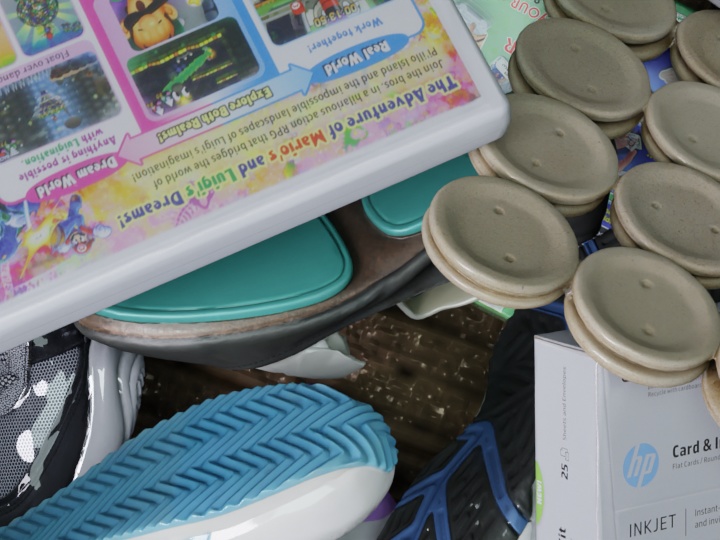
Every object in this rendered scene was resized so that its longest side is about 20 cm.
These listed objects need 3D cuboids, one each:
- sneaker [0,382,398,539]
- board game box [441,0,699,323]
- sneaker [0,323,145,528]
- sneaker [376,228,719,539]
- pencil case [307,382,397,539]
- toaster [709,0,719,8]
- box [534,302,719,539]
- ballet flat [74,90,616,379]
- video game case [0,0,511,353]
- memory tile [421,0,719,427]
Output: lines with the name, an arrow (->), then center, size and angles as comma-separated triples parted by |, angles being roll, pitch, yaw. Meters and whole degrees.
sneaker -> -0.065, 0.106, 0.784 | 0.200, 0.077, 0.081 | -31, 110, 22
board game box -> 0.065, -0.050, 0.879 | 0.200, 0.029, 0.135 | 28, 89, 3
sneaker -> -0.134, -0.002, 0.834 | 0.075, 0.114, 0.201 | 1, 77, 46
sneaker -> 0.082, 0.061, 0.832 | 0.200, 0.076, 0.077 | -51, 122, -11
pencil case -> -0.005, 0.135, 0.844 | 0.084, 0.085, 0.200 | -32, 87, 2
toaster -> 0.226, -0.148, 0.812 | 0.200, 0.119, 0.181 | 34, 70, 3
box -> 0.131, 0.111, 0.802 | 0.156, 0.041, 0.201 | -9, 104, -31
ballet flat -> 0.000, 0.000, 0.827 | 0.200, 0.069, 0.068 | -20, 42, -6
video game case -> -0.080, -0.082, 0.760 | 0.200, 0.024, 0.182 | -23, 68, -9
memory tile -> 0.111, -0.028, 0.788 | 0.153, 0.200, 0.017 | 26, 131, 2
